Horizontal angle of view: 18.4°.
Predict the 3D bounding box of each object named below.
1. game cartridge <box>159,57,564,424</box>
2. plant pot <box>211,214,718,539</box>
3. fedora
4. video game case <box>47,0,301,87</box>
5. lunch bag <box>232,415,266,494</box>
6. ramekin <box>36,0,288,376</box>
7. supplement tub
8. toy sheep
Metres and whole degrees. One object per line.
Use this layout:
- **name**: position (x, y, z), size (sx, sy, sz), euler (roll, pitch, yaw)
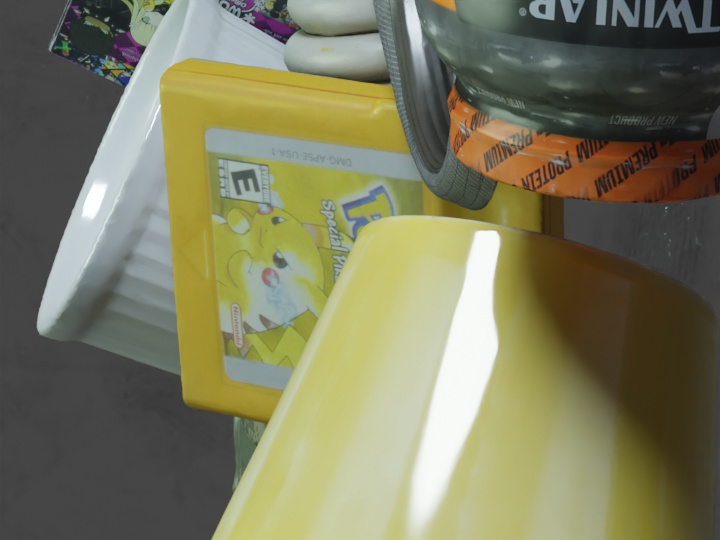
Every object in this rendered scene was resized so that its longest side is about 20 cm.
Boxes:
- **game cartridge**: position (0.000, 0.000, 1.028), size (0.032, 0.199, 0.178), euler (-34, -53, -51)
- **plant pot**: position (0.039, 0.091, 0.753), size (0.201, 0.199, 0.190), euler (124, 160, -78)
- **fedora**: position (0.060, -0.124, 0.901), size (0.178, 0.089, 0.201), euler (95, 165, -50)
- **video game case**: position (-0.054, -0.151, 1.232), size (0.036, 0.199, 0.182), euler (-74, 11, -48)
- **lunch bag**: position (0.000, 0.051, 1.216), size (0.164, 0.117, 0.202), euler (-148, 58, -61)
- **ramekin**: position (-0.089, -0.040, 1.182), size (0.201, 0.097, 0.201), euler (-60, 14, 26)
- **supplement tub**: position (0.077, -0.128, 0.631), size (0.123, 0.121, 0.202), euler (-109, 19, -69)
- **toy sheep**: position (0.024, -0.107, 1.065), size (0.138, 0.137, 0.202), euler (-116, 12, -75)
